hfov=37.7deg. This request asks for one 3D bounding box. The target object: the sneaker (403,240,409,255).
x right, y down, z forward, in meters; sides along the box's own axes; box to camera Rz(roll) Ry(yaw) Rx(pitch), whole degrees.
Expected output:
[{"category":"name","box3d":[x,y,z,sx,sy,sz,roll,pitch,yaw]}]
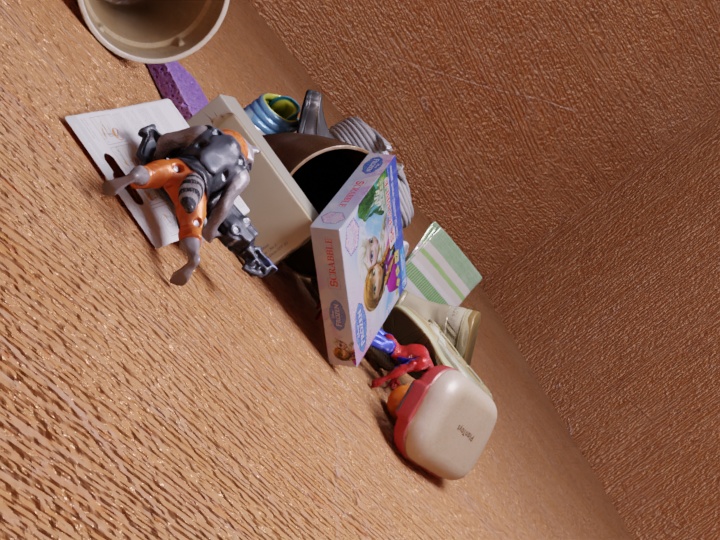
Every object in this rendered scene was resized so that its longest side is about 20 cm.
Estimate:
[{"category":"sneaker","box3d":[0.000,0.000,1.540,0.082,0.200,0.075,37,55,-8]}]

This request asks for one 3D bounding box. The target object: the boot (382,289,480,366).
[{"category":"boot","box3d":[0.085,0.130,1.588,0.155,0.201,0.073,19,25,16]}]

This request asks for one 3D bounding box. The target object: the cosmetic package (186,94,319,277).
[{"category":"cosmetic package","box3d":[-0.142,-0.103,1.287,0.200,0.103,0.073,53,10,0]}]

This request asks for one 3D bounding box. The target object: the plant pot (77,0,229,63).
[{"category":"plant pot","box3d":[-0.295,-0.399,1.409,0.200,0.200,0.184,47,0,-36]}]

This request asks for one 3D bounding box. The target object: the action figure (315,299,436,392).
[{"category":"action figure","box3d":[0.017,0.117,1.450,0.199,0.099,0.065,29,17,-11]}]

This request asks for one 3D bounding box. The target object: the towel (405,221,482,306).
[{"category":"towel","box3d":[0.090,0.040,1.660,0.153,0.200,0.023,47,-10,-38]}]

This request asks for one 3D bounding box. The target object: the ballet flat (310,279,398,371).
[{"category":"ballet flat","box3d":[-0.008,0.076,1.525,0.200,0.046,0.067,46,32,-15]}]

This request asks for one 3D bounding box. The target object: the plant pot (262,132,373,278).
[{"category":"plant pot","box3d":[-0.085,-0.115,1.458,0.187,0.187,0.200,46,-5,-40]}]

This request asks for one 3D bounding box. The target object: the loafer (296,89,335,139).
[{"category":"loafer","box3d":[-0.056,-0.185,1.575,0.200,0.072,0.073,90,10,-50]}]

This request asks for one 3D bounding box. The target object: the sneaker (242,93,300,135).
[{"category":"sneaker","box3d":[-0.128,-0.194,1.613,0.080,0.130,0.200,57,8,27]}]

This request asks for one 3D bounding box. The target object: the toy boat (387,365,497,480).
[{"category":"toy boat","box3d":[0.092,0.194,1.409,0.130,0.131,0.200,24,-11,37]}]

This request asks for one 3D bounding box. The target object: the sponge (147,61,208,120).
[{"category":"sponge","box3d":[-0.240,-0.230,1.491,0.112,0.030,0.200,42,14,-53]}]

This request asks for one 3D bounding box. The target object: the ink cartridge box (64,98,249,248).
[{"category":"ink cartridge box","box3d":[-0.220,-0.098,1.114,0.163,0.057,0.200,54,29,1]}]

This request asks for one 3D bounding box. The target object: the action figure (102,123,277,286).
[{"category":"action figure","box3d":[-0.144,-0.070,1.041,0.200,0.105,0.194,44,36,-13]}]

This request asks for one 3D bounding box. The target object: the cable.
[{"category":"cable","box3d":[0.015,-0.149,1.685,0.200,0.069,0.200,52,-10,47]}]

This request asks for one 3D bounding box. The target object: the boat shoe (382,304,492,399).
[{"category":"boat shoe","box3d":[0.111,0.127,1.511,0.201,0.073,0.063,47,37,2]}]

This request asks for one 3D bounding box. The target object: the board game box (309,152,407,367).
[{"category":"board game box","box3d":[0.003,-0.016,1.339,0.200,0.041,0.201,-56,146,-50]}]
